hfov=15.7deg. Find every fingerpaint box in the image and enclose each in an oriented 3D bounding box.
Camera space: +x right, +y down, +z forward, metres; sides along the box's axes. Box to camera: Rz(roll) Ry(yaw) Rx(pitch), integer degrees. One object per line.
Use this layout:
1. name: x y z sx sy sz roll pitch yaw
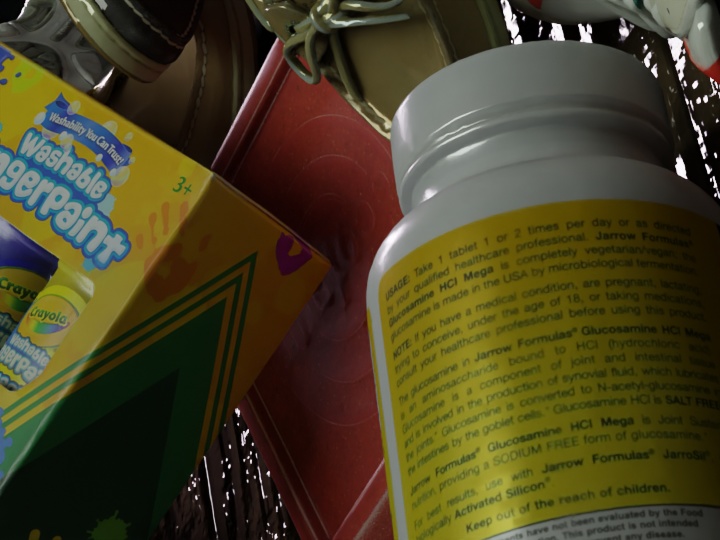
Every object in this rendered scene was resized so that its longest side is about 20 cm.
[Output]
1. fingerpaint box: -0.132 0.015 0.950 0.200 0.073 0.167 32 87 47

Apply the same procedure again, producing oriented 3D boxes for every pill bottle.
1. pill bottle: 0.061 0.041 0.748 0.112 0.112 0.201 -45 45 51

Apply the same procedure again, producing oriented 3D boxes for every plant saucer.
1. plant saucer: 0.000 0.000 0.925 0.201 0.037 0.200 61 138 32

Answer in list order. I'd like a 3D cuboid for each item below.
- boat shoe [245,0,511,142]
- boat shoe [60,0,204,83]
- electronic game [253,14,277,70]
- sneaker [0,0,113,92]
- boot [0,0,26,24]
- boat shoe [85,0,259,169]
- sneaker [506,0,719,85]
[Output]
1. boat shoe: -0.025 -0.117 0.836 0.073 0.063 0.201 -32 86 40
2. boat shoe: -0.079 -0.155 0.993 0.065 0.073 0.201 -31 42 24
3. electronic game: -0.032 -0.098 1.053 0.200 0.041 0.202 178 90 -66
4. sneaker: -0.142 -0.065 1.160 0.200 0.078 0.100 -48 -26 -47
5. boot: -0.172 -0.198 1.339 0.198 0.073 0.163 134 140 -51
6. boat shoe: -0.093 -0.038 1.060 0.201 0.066 0.074 112 146 -40
7. sneaker: 0.094 -0.091 0.761 0.199 0.070 0.094 -23 57 58
